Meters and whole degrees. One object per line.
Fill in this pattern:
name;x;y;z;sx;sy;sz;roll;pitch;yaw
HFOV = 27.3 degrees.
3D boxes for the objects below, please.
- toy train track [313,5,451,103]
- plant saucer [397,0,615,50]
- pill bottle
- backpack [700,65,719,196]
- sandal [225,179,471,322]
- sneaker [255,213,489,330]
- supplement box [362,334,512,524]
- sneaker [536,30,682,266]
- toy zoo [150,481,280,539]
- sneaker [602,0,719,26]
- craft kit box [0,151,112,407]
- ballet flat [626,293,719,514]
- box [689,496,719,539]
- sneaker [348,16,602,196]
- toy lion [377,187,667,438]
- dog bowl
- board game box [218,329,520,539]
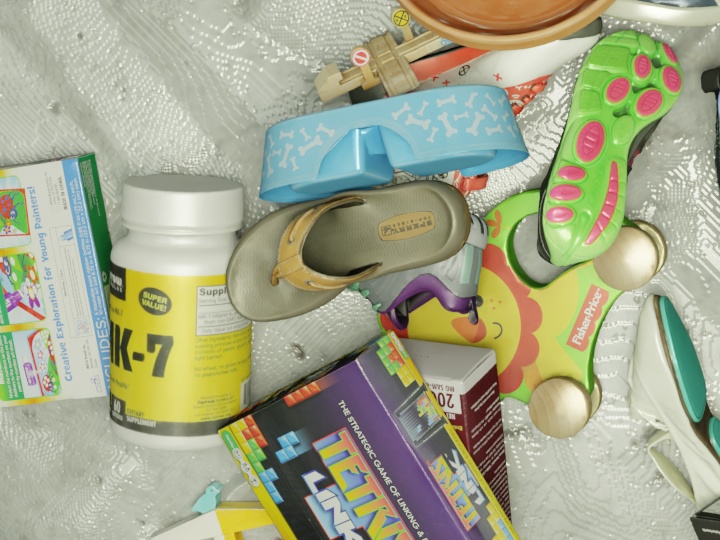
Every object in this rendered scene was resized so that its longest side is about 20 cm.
toy train track;0.055;-0.182;1.090;0.199;0.115;0.033;-25;120;2
plant saucer;0.108;-0.249;1.063;0.198;0.032;0.202;-4;71;11
pill bottle;-0.141;0.030;1.168;0.113;0.114;0.202;4;102;11
backpack;0.341;-0.051;1.029;0.181;0.147;0.202;-8;102;16
sandal;-0.016;-0.014;1.073;0.198;0.055;0.082;-13;94;24
sneaker;0.000;0.000;1.126;0.198;0.074;0.088;-1;82;30
supplement box;0.054;0.157;1.145;0.108;0.061;0.202;5;115;31
sneaker;0.169;-0.090;1.068;0.076;0.084;0.201;30;67;-2
toy zoo;-0.097;0.275;1.255;0.130;0.020;0.202;-13;98;15
sneaker;0.264;-0.219;1.053;0.198;0.075;0.085;-3;102;3
craft kit box;-0.299;0.014;1.237;0.196;0.049;0.202;-7;99;11
ballet flat;0.239;0.113;1.118;0.069;0.070;0.201;-25;108;16
box;0.333;0.238;1.020;0.050;0.200;0.159;-26;101;-27
sneaker;0.096;-0.118;1.112;0.200;0.067;0.109;-15;99;18
toy lion;0.113;0.025;1.144;0.191;0.069;0.201;26;105;14
dog bowl;0.019;-0.089;1.053;0.198;0.111;0.050;-10;84;20
board game box;0.008;0.167;1.105;0.165;0.057;0.201;-30;93;41
